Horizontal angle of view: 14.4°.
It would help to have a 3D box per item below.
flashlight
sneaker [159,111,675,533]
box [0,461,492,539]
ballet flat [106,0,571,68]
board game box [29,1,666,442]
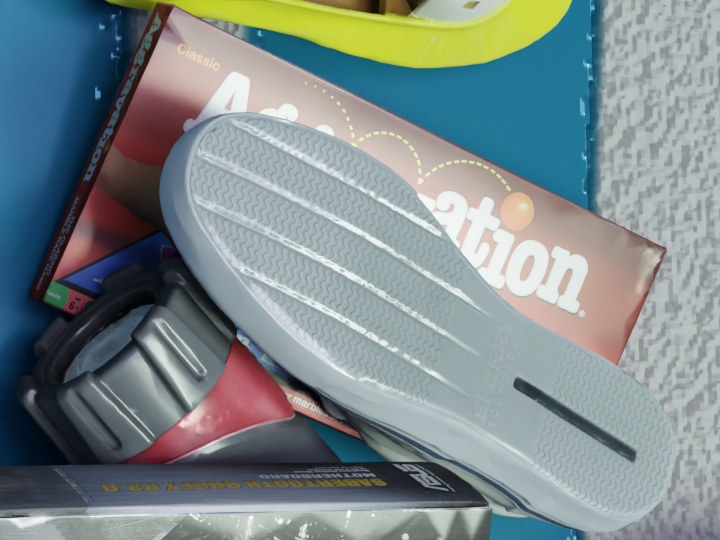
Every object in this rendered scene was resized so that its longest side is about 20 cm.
[{"bbox_3d":[-0.023,0.088,0.900,0.200,0.067,0.068,52,25,-22],"label":"flashlight"},{"bbox_3d":[0.007,0.026,0.892,0.200,0.071,0.073,39,59,-24],"label":"sneaker"},{"bbox_3d":[-0.050,0.158,0.849,0.157,0.048,0.201,1,103,-24],"label":"box"},{"bbox_3d":[-0.002,-0.106,0.935,0.199,0.067,0.067,3,81,-28],"label":"ballet flat"},{"bbox_3d":[0.000,0.000,0.938,0.199,0.019,0.104,24,87,-24],"label":"board game box"}]
